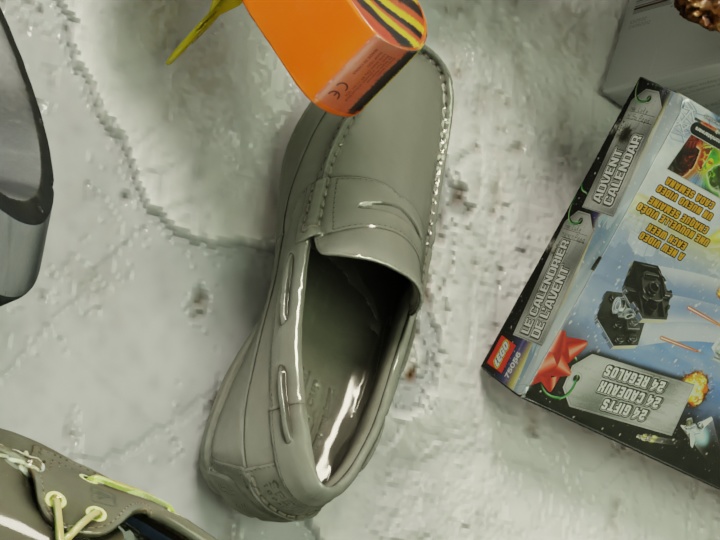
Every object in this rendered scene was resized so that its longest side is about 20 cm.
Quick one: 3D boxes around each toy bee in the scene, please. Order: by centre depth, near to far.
[{"bbox_3d":[-0.031,-0.145,0.870,0.109,0.131,0.200,-6,75,-61],"label":"toy bee"}]

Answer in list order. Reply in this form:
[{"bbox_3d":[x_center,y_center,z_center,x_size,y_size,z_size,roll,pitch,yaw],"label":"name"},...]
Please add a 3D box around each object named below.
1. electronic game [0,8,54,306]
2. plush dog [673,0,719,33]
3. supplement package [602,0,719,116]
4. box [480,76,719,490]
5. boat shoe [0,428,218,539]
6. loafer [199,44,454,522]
[{"bbox_3d":[-0.152,-0.080,0.740,0.042,0.200,0.200,-25,103,8],"label":"electronic game"},{"bbox_3d":[0.150,-0.186,0.920,0.172,0.160,0.200,-43,98,1],"label":"plush dog"},{"bbox_3d":[0.224,-0.086,1.050,0.200,0.109,0.114,32,66,-29],"label":"supplement package"},{"bbox_3d":[0.163,0.022,1.001,0.200,0.040,0.137,26,95,-32],"label":"box"},{"bbox_3d":[-0.096,0.102,0.814,0.202,0.060,0.072,33,65,-29],"label":"boat shoe"},{"bbox_3d":[0.000,0.000,0.894,0.070,0.070,0.200,27,68,-31],"label":"loafer"}]
